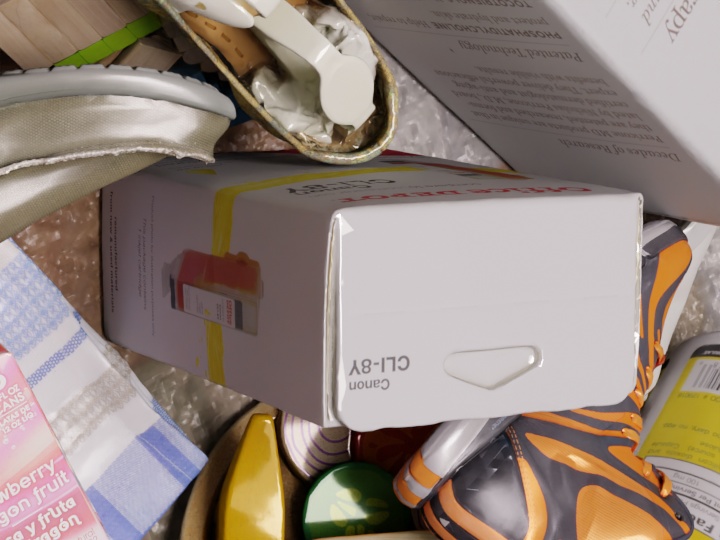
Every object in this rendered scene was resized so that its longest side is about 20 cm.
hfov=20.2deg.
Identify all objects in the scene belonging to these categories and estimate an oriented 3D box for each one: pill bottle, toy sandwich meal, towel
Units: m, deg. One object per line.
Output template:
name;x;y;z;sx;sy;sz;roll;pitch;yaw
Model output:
pill bottle;0.161;0.134;0.988;0.111;0.111;0.200;56;52;-27
toy sandwich meal;0.014;0.133;0.888;0.205;0.070;0.206;4;71;-11
towel;-0.164;0.066;0.834;0.147;0.024;0.200;-48;121;-18

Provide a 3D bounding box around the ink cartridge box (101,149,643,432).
ink cartridge box;0.000;0.000;0.823;0.145;0.200;0.084;-5;101;-31

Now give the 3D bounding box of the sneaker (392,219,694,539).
sneaker;0.110;0.069;0.895;0.112;0.078;0.200;42;60;5

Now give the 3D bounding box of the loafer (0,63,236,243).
loafer;-0.146;-0.039;0.775;0.200;0.075;0.070;-6;93;-8

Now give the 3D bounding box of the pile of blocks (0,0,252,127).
pile of blocks;-0.080;-0.109;0.852;0.200;0.082;0.062;14;46;-44

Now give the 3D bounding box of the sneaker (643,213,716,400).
sneaker;0.129;0.009;1.011;0.200;0.073;0.085;-55;145;-16

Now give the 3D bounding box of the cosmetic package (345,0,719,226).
cosmetic package;0.115;-0.145;0.905;0.200;0.166;0.168;39;75;-34

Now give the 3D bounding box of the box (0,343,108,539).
box;-0.209;0.101;0.740;0.200;0.103;0.095;-31;119;-16

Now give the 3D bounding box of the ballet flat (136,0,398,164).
ballet flat;-0.040;-0.103;0.769;0.071;0.071;0.200;-58;143;-13
